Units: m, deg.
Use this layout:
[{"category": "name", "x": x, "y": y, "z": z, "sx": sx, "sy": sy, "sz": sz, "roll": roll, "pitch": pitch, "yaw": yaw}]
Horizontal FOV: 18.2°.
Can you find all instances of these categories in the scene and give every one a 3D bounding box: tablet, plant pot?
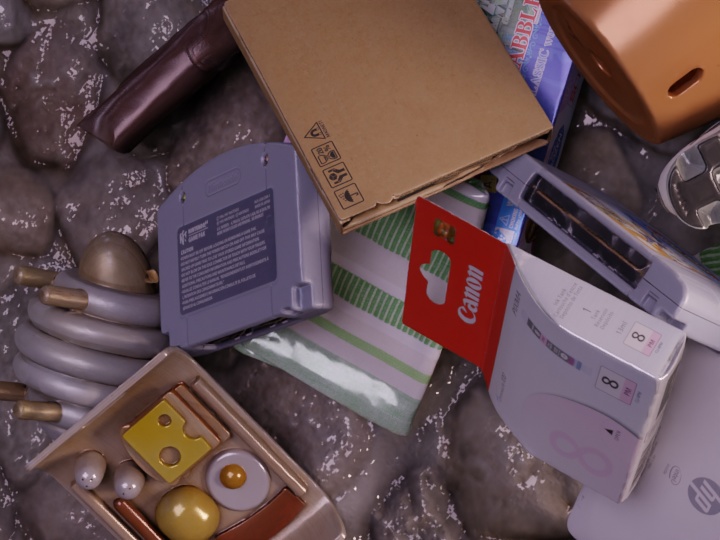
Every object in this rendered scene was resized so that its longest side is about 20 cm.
[{"category": "tablet", "x": 0.222, "y": 0.140, "z": 1.533, "sx": 0.130, "sy": 0.014, "sz": 0.201, "roll": 34, "pitch": 127, "yaw": 22}, {"category": "plant pot", "x": 0.215, "y": -0.180, "z": 1.521, "sx": 0.140, "sy": 0.200, "sz": 0.200, "roll": -38, "pitch": 70, "yaw": -2}]

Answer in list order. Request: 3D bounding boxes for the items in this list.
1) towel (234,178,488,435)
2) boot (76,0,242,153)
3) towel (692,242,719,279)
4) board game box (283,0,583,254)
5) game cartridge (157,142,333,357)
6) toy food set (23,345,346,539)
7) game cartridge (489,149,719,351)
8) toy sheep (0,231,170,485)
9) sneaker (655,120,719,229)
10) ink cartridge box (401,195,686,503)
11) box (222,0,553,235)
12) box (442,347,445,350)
[{"category": "towel", "x": 0.000, "y": 0.000, "z": 1.611, "sx": 0.152, "sy": 0.023, "sz": 0.201, "roll": 27, "pitch": 113, "yaw": 15}, {"category": "boot", "x": -0.131, "y": -0.146, "z": 1.694, "sx": 0.200, "sy": 0.186, "sz": 0.064, "roll": -37, "pitch": 102, "yaw": 10}, {"category": "towel", "x": 0.291, "y": 0.036, "z": 1.500, "sx": 0.200, "sy": 0.023, "sz": 0.153, "roll": -30, "pitch": 69, "yaw": 60}, {"category": "board game box", "x": 0.056, "y": -0.129, "z": 1.636, "sx": 0.199, "sy": 0.041, "sz": 0.201, "roll": 15, "pitch": 86, "yaw": 20}, {"category": "game cartridge", "x": -0.084, "y": -0.019, "z": 1.610, "sx": 0.200, "sy": 0.041, "sz": 0.134, "roll": -19, "pitch": 74, "yaw": 54}, {"category": "toy food set", "x": -0.129, "y": 0.168, "z": 1.655, "sx": 0.143, "sy": 0.060, "sz": 0.200, "roll": -40, "pitch": 105, "yaw": 12}, {"category": "game cartridge", "x": 0.187, "y": -0.010, "z": 1.518, "sx": 0.200, "sy": 0.133, "sz": 0.042, "roll": 42, "pitch": 107, "yaw": 41}, {"category": "toy sheep", "x": -0.205, "y": 0.067, "z": 1.705, "sx": 0.137, "sy": 0.138, "sz": 0.201, "roll": 21, "pitch": 102, "yaw": 23}, {"category": "sneaker", "x": 0.286, "y": -0.091, "z": 1.494, "sx": 0.199, "sy": 0.089, "sz": 0.074, "roll": -20, "pitch": 98, "yaw": -3}, {"category": "ink cartridge box", "x": 0.108, "y": 0.055, "z": 1.488, "sx": 0.199, "sy": 0.163, "sz": 0.057, "roll": 25, "pitch": 58, "yaw": 12}, {"category": "box", "x": 0.017, "y": -0.138, "z": 1.546, "sx": 0.163, "sy": 0.021, "sz": 0.201, "roll": -24, "pitch": 63, "yaw": -9}, {"category": "box", "x": 0.012, "y": -0.041, "z": 1.682, "sx": 0.136, "sy": 0.040, "sz": 0.201, "roll": -2, "pitch": 81, "yaw": 20}]
